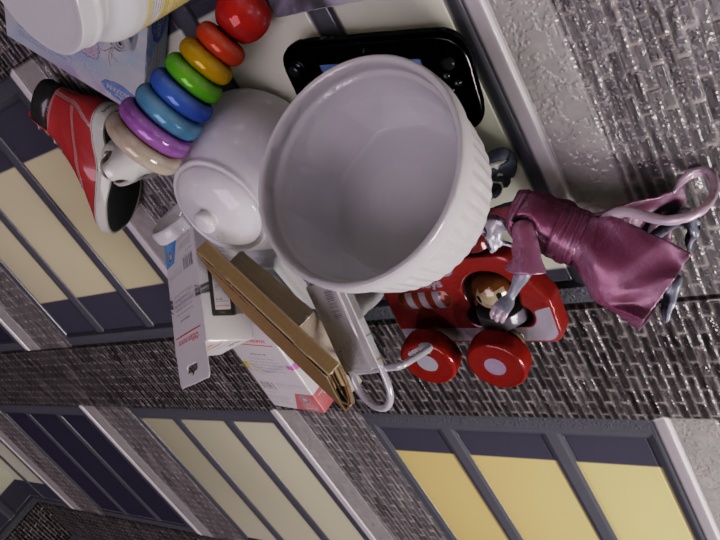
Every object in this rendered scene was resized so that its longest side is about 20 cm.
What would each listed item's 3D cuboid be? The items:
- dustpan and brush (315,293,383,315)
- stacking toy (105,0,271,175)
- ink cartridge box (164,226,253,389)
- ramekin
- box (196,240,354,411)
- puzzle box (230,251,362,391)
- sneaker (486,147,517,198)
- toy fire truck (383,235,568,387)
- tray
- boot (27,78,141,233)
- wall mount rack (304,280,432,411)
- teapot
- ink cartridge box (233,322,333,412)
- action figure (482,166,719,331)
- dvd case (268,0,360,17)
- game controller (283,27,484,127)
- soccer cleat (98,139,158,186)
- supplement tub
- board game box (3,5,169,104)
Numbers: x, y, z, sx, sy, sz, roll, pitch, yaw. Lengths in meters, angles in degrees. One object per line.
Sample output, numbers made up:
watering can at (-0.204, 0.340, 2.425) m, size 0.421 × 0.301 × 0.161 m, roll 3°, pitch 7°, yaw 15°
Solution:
dustpan and brush at (0.000, 0.000, 0.900) m, size 0.200 × 0.057 × 0.140 m, roll -9°, pitch 128°, yaw 49°
stacking toy at (-0.160, -0.192, 0.731) m, size 0.085 × 0.085 × 0.200 m, roll 41°, pitch 103°, yaw -8°
ink cartridge box at (-0.197, 0.044, 0.962) m, size 0.116 × 0.068 × 0.201 m, roll -27°, pitch 68°, yaw 55°
ramekin at (0.020, -0.074, 0.649) m, size 0.199 × 0.201 × 0.105 m, roll 4°, pitch 172°, yaw 33°
box at (-0.089, 0.066, 0.815) m, size 0.200 × 0.021 × 0.164 m, roll 41°, pitch 167°, yaw 19°
puzzle box at (-0.075, 0.067, 0.892) m, size 0.133 × 0.025 × 0.200 m, roll 38°, pitch 166°, yaw 31°
sneaker at (0.054, -0.095, 0.736) m, size 0.199 × 0.087 × 0.078 m, roll -16°, pitch 163°, yaw 23°
toy fire truck at (0.108, 0.026, 0.788) m, size 0.199 × 0.112 × 0.168 m, roll -4°, pitch 129°, yaw 36°
tray at (-0.122, 0.012, 0.965) m, size 0.108 × 0.022 × 0.200 m, roll 53°, pitch 156°, yaw -23°
boot at (-0.375, -0.152, 0.995) m, size 0.144 × 0.072 × 0.201 m, roll 23°, pitch 131°, yaw 16°
wall mount rack at (-0.010, 0.048, 0.799) m, size 0.174 × 0.074 × 0.201 m, roll -17°, pitch 98°, yaw 55°
teapot at (-0.137, -0.092, 0.822) m, size 0.197 × 0.146 × 0.200 m, roll 25°, pitch 141°, yaw 13°
ink cartridge box at (-0.120, 0.109, 1.069) m, size 0.116 × 0.068 × 0.200 m, roll -1°, pitch 130°, yaw 43°
action figure at (0.190, -0.029, 0.660) m, size 0.199 × 0.134 × 0.149 m, roll 20°, pitch 138°, yaw 13°
dvd case at (-0.023, -0.302, 0.629) m, size 0.199 × 0.016 × 0.149 m, roll 2°, pitch 130°, yaw 34°
game controller at (0.020, -0.177, 0.705) m, size 0.199 × 0.042 × 0.105 m, roll 7°, pitch 133°, yaw 32°
soccer cleat at (-0.273, -0.135, 0.878) m, size 0.070 × 0.077 × 0.200 m, roll 63°, pitch 167°, yaw -14°
supplement tub at (-0.196, -0.282, 0.614) m, size 0.145 × 0.200 × 0.146 m, roll 28°, pitch 145°, yaw 22°
board game box at (-0.305, -0.298, 0.814) m, size 0.200 × 0.043 × 0.199 m, roll 32°, pitch 141°, yaw 4°
